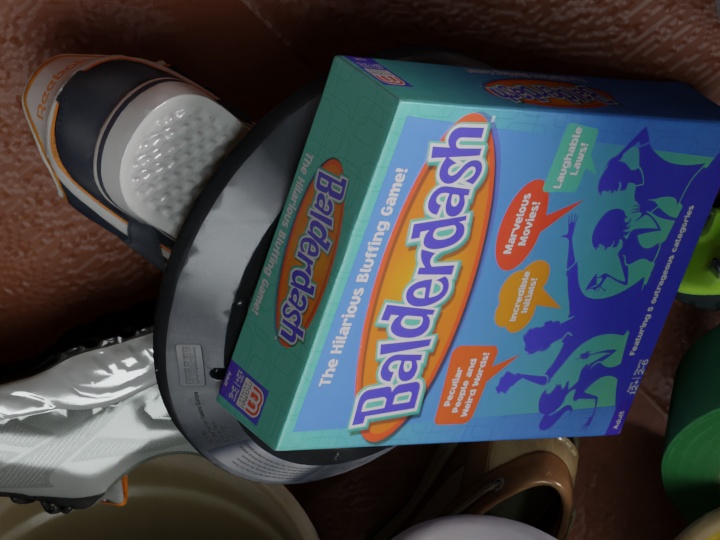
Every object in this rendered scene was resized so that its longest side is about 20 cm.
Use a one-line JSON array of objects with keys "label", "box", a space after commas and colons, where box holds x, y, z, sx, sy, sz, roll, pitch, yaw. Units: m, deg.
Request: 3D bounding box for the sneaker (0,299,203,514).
[{"label": "sneaker", "box": [-0.147, 0.075, 1.211, 0.200, 0.074, 0.079, -17, 102, 5]}]

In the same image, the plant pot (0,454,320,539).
[{"label": "plant pot", "box": [-0.095, 0.200, 1.262, 0.200, 0.200, 0.174, -14, 141, 3]}]

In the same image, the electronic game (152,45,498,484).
[{"label": "electronic game", "box": [0.000, 0.000, 1.165, 0.200, 0.042, 0.200, -24, 132, -30]}]

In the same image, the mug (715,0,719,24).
[{"label": "mug", "box": [0.233, -0.117, 1.098, 0.187, 0.153, 0.149, -50, 141, -23]}]

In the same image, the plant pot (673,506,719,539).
[{"label": "plant pot", "box": [0.193, 0.204, 1.240, 0.201, 0.201, 0.189, -8, 133, -1]}]

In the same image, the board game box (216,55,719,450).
[{"label": "board game box", "box": [0.051, -0.005, 1.142, 0.200, 0.045, 0.152, 0, 118, -42]}]

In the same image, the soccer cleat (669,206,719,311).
[{"label": "soccer cleat", "box": [0.229, -0.006, 1.221, 0.200, 0.068, 0.081, -13, 133, 0]}]

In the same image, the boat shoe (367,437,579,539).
[{"label": "boat shoe", "box": [0.041, 0.145, 1.292, 0.076, 0.074, 0.200, 14, 121, -16]}]

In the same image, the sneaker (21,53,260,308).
[{"label": "sneaker", "box": [-0.064, -0.033, 1.165, 0.078, 0.079, 0.200, -54, 144, -8]}]

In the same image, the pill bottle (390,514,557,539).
[{"label": "pill bottle", "box": [0.039, 0.209, 1.228, 0.109, 0.109, 0.200, 4, 130, -9]}]

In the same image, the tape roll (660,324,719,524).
[{"label": "tape roll", "box": [0.233, 0.081, 1.231, 0.200, 0.048, 0.200, 10, 150, 6]}]
